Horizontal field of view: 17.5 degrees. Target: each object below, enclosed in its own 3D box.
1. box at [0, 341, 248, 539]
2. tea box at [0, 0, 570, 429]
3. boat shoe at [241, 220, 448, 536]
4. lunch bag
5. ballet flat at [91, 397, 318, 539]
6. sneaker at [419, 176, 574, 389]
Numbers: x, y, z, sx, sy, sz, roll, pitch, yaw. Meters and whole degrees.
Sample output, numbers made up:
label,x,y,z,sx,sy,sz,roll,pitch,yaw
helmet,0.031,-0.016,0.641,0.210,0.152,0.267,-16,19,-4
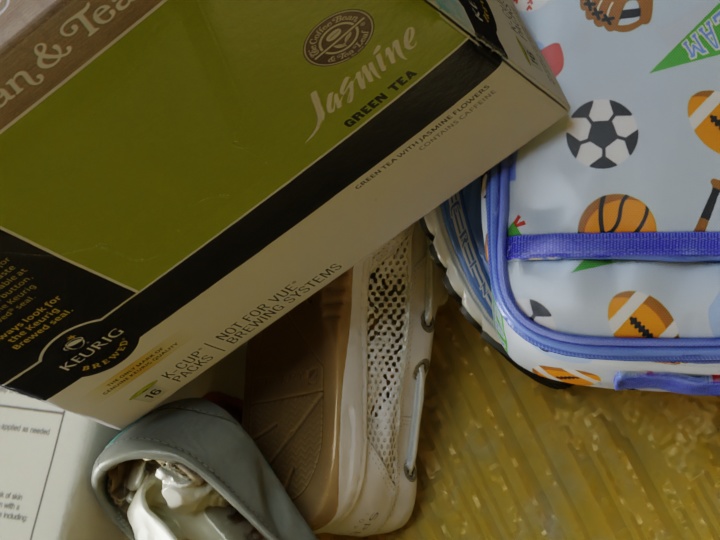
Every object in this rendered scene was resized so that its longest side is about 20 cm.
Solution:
label,x,y,z,sx,sy,sz,roll,pitch,yaw
box,-0.131,0.084,0.885,0.127,0.109,0.201,4,71,28
tea box,-0.079,-0.074,0.730,0.199,0.196,0.134,-35,59,17
boat shoe,0.000,0.000,0.876,0.071,0.069,0.202,-3,77,47
lunch bag,0.140,-0.031,0.783,0.198,0.076,0.162,1,72,4
ballet flat,-0.022,0.132,0.803,0.200,0.064,0.067,50,128,12
sneaker,0.069,-0.056,0.860,0.089,0.079,0.202,-11,70,19
